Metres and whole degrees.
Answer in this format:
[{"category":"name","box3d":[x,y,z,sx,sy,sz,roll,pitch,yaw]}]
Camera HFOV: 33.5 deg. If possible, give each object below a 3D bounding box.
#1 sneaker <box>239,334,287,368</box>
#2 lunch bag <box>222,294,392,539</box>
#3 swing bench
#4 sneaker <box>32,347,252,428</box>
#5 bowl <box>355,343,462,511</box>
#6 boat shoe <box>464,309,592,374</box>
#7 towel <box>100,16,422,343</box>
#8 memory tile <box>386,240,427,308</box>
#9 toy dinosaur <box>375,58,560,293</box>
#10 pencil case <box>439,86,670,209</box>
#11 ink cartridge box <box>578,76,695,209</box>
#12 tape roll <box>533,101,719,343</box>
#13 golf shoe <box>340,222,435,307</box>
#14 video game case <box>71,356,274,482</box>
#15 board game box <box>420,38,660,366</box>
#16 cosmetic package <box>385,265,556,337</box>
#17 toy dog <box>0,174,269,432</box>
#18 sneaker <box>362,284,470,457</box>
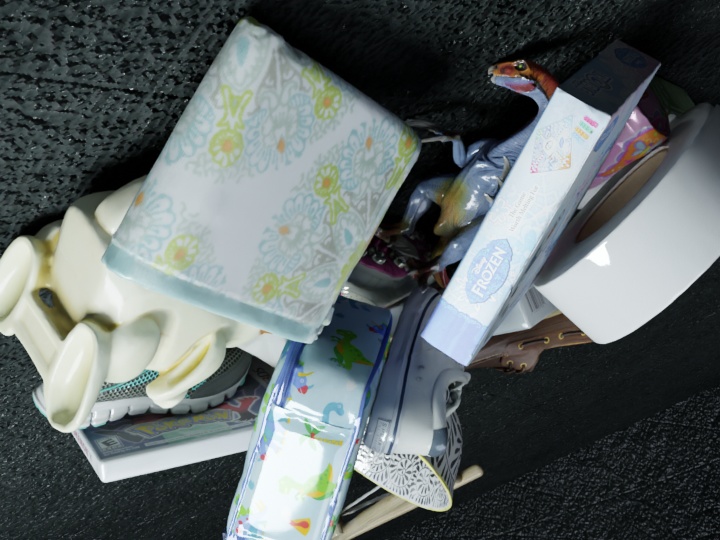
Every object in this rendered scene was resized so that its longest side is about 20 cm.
[{"category":"sneaker","box3d":[-0.096,0.034,1.038,0.085,0.073,0.200,5,158,14]},{"category":"lunch bag","box3d":[-0.037,0.124,0.924,0.161,0.082,0.200,-65,172,-65]},{"category":"swing bench","box3d":[-0.006,0.180,1.316,0.200,0.199,0.130,-32,159,19]},{"category":"sneaker","box3d":[-0.175,0.073,1.018,0.200,0.078,0.091,-10,130,-37]},{"category":"bowl","box3d":[0.029,0.132,1.150,0.094,0.201,0.201,-53,169,-21]},{"category":"boat shoe","box3d":[0.168,0.081,1.295,0.200,0.068,0.072,-21,180,-12]},{"category":"towel","box3d":[-0.055,-0.048,0.769,0.200,0.048,0.171,25,94,-54]},{"category":"memory tile","box3d":[-0.033,0.028,1.166,0.200,0.017,0.153,-16,158,-23]},{"category":"toy dinosaur","box3d":[0.088,-0.078,0.927,0.181,0.105,0.200,-40,163,11]},{"category":"pencil case","box3d":[0.154,-0.092,0.988,0.200,0.088,0.087,-34,158,27]},{"category":"ink cartridge box","box3d":[0.250,-0.109,1.107,0.145,0.048,0.200,-35,160,28]},{"category":"tape roll","box3d":[0.231,-0.038,0.954,0.202,0.071,0.202,-47,-178,2]},{"category":"golf shoe","box3d":[0.000,0.000,1.036,0.092,0.075,0.200,-40,155,19]},{"category":"video game case","box3d":[-0.156,0.124,1.071,0.200,0.023,0.182,-10,-162,-24]},{"category":"board game box","box3d":[0.132,-0.054,0.849,0.199,0.043,0.200,-62,169,27]},{"category":"cosmetic package","box3d":[0.139,0.012,1.137,0.151,0.052,0.200,-18,-173,41]},{"category":"toy dog","box3d":[-0.136,0.006,0.854,0.200,0.140,0.194,-1,121,-49]},{"category":"sneaker","box3d":[0.053,0.086,0.987,0.071,0.200,0.073,18,127,1]}]
